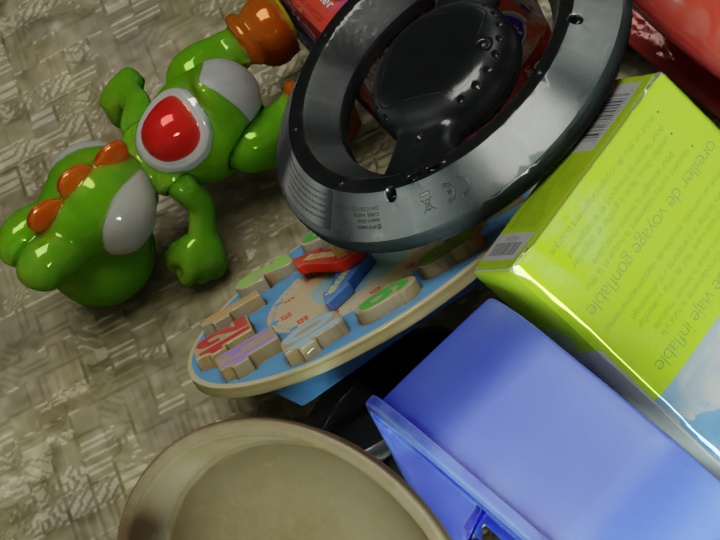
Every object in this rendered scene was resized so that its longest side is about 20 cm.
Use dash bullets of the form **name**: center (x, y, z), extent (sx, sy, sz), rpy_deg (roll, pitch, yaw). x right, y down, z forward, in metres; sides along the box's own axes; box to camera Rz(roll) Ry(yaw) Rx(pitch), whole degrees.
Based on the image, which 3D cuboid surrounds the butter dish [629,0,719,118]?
- **butter dish**: center (0.202, -0.163, 1.428), extent (0.199, 0.148, 0.200), rpy_deg (41, 109, 24)

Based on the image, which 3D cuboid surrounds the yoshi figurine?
- **yoshi figurine**: center (-0.102, -0.051, 1.566), extent (0.200, 0.112, 0.112), rpy_deg (-36, 28, -10)

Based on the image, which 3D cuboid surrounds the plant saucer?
- **plant saucer**: center (-0.025, 0.158, 1.364), extent (0.200, 0.201, 0.029), rpy_deg (11, 24, 28)

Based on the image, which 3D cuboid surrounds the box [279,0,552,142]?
- **box**: center (0.006, -0.160, 1.581), extent (0.100, 0.096, 0.200), rpy_deg (-40, 54, -4)

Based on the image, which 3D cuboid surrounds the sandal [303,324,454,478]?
- **sandal**: center (-0.013, 0.111, 1.436), extent (0.200, 0.076, 0.043), rpy_deg (-45, 42, 4)

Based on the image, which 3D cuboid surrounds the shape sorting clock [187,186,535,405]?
- **shape sorting clock**: center (0.000, 0.000, 1.463), extent (0.200, 0.039, 0.200), rpy_deg (-32, 17, 11)

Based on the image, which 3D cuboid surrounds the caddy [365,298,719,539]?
- **caddy**: center (0.089, 0.108, 1.341), extent (0.200, 0.141, 0.105), rpy_deg (40, 86, 26)

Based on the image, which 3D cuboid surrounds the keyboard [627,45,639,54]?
- **keyboard**: center (0.153, -0.181, 1.583), extent (0.127, 0.021, 0.200), rpy_deg (-31, 52, -7)

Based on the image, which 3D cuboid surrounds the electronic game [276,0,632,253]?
- **electronic game**: center (0.043, -0.093, 1.422), extent (0.200, 0.042, 0.200), rpy_deg (-24, 42, 24)

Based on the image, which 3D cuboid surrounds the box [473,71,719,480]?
- **box**: center (0.163, 0.018, 1.372), extent (0.122, 0.200, 0.048), rpy_deg (-53, 18, -16)
